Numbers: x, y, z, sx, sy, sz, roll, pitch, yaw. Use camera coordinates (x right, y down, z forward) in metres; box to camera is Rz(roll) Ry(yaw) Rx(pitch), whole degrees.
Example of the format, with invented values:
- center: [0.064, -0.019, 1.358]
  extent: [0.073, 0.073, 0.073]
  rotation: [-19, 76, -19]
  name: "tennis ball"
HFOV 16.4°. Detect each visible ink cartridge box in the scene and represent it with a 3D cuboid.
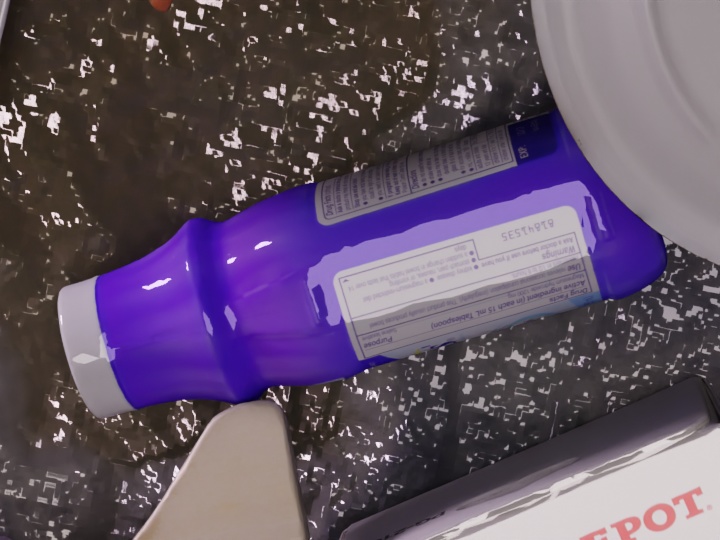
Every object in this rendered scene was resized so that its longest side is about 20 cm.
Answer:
- center: [0.093, 0.156, 0.846]
  extent: [0.144, 0.084, 0.201]
  rotation: [-24, 97, 7]
  name: "ink cartridge box"

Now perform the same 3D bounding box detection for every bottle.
- center: [0.000, 0.000, 0.829]
  extent: [0.199, 0.084, 0.066]
  rotation: [-17, 98, 5]
  name: "bottle"

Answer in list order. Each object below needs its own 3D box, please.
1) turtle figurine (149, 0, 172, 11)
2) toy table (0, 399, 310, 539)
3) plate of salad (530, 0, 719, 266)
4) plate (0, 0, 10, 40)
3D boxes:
- center: [0.028, -0.142, 0.815]
  extent: [0.161, 0.064, 0.200]
  rotation: [31, 84, -11]
  name: "turtle figurine"
- center: [-0.064, 0.143, 0.801]
  extent: [0.117, 0.200, 0.185]
  rotation: [-12, 87, 2]
  name: "toy table"
- center: [0.144, -0.095, 0.745]
  extent: [0.199, 0.048, 0.201]
  rotation: [-3, 103, -12]
  name: "plate of salad"
- center: [-0.197, -0.166, 0.844]
  extent: [0.199, 0.032, 0.201]
  rotation: [17, 100, 2]
  name: "plate"
